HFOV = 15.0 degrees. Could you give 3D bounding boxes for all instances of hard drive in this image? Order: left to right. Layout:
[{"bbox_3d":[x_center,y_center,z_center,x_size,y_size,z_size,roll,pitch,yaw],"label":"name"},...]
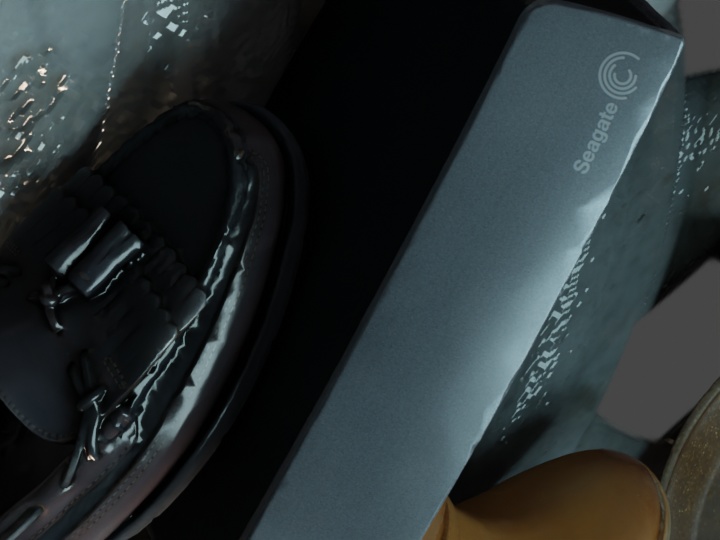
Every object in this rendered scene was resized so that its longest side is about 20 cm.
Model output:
[{"bbox_3d":[0.000,0.000,0.704,0.042,0.135,0.200,20,108,-26],"label":"hard drive"}]

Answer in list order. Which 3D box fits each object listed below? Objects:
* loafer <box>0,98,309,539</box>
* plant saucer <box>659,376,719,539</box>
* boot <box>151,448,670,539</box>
[{"bbox_3d":[-0.087,0.040,0.692,0.063,0.072,0.200,17,113,-51],"label":"loafer"},{"bbox_3d":[0.201,0.113,1.046,0.200,0.200,0.037,-43,-176,-10],"label":"plant saucer"},{"bbox_3d":[0.020,0.090,0.865,0.200,0.074,0.155,-35,148,-19],"label":"boot"}]
